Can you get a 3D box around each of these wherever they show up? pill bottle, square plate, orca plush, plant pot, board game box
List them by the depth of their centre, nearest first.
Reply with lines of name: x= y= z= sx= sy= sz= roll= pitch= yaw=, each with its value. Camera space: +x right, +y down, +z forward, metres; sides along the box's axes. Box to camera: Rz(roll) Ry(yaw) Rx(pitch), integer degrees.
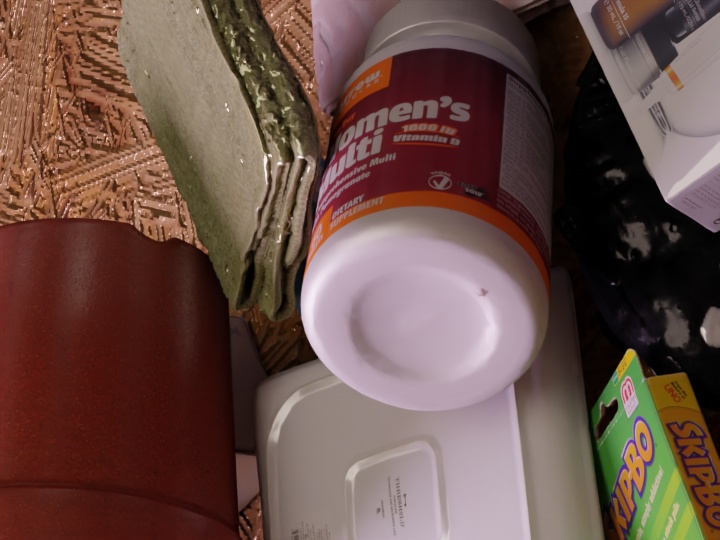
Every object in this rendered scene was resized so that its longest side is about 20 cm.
board game box: x=0.141 y=0.139 z=0.840 sx=0.096 sy=0.030 sz=0.201 roll=111 pitch=145 yaw=-55
orca plush: x=0.122 y=-0.031 z=0.889 sx=0.105 sy=0.071 sz=0.202 roll=-26 pitch=63 yaw=44
pill bottle: x=0.036 y=-0.040 z=0.914 sx=0.110 sy=0.109 sz=0.201 roll=-46 pitch=22 yaw=34
square plate: x=0.023 y=0.116 z=0.927 sx=0.197 sy=0.028 sz=0.202 roll=-21 pitch=60 yaw=32
plant pot: x=-0.144 y=0.091 z=0.999 sx=0.200 sy=0.200 sz=0.197 roll=-25 pitch=54 yaw=45

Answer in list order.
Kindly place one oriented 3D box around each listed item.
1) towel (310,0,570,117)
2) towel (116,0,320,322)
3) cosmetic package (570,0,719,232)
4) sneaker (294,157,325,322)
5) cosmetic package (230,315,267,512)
towel: x=0.036 y=-0.204 z=1.061 sx=0.190 sy=0.032 sz=0.202 roll=-20 pitch=67 yaw=46
towel: x=-0.071 y=-0.087 z=0.972 sx=0.201 sy=0.036 sz=0.149 roll=62 pitch=154 yaw=27
cosmetic package: x=0.165 y=-0.142 z=0.855 sx=0.150 sy=0.052 sz=0.201 roll=-36 pitch=56 yaw=22
sneaker: x=0.000 y=0.000 z=1.033 sx=0.200 sy=0.081 sz=0.077 roll=48 pitch=118 yaw=22
cosmetic package: x=-0.133 y=0.122 z=1.166 sx=0.200 sy=0.071 sz=0.106 roll=-49 pitch=49 yaw=33
